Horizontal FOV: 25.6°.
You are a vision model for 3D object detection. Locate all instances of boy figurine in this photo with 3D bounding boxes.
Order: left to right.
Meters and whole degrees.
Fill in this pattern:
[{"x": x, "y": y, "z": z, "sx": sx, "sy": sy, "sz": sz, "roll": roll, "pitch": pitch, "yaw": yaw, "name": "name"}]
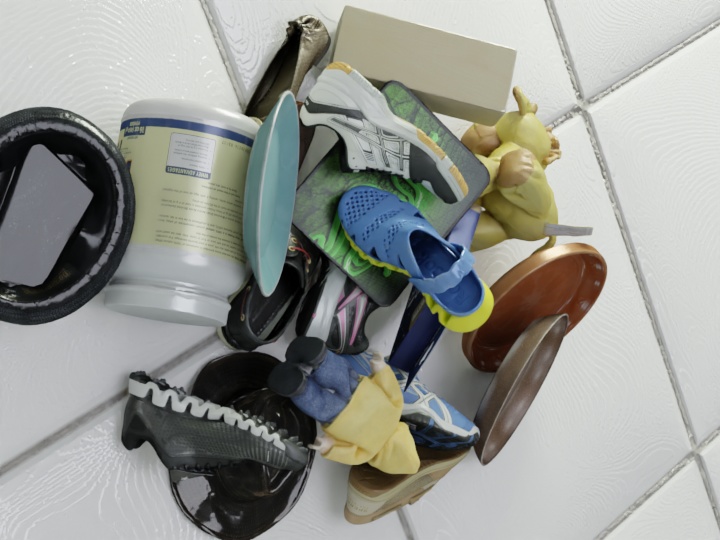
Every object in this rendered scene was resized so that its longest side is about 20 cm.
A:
[{"x": -0.003, "y": 0.145, "z": 1.657, "sx": 0.200, "sy": 0.064, "sz": 0.125, "roll": 41, "pitch": 73, "yaw": -35, "name": "boy figurine"}]

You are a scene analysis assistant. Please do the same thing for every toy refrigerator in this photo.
[{"x": 0.066, "y": -0.224, "z": 1.757, "sx": 0.198, "sy": 0.070, "sz": 0.077, "roll": 13, "pitch": 78, "yaw": -6, "name": "toy refrigerator"}]

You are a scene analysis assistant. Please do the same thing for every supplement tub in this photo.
[{"x": -0.176, "y": -0.055, "z": 1.554, "sx": 0.144, "sy": 0.144, "sz": 0.202, "roll": 14, "pitch": 79, "yaw": -38, "name": "supplement tub"}]

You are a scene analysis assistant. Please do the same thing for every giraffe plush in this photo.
[{"x": 0.172, "y": -0.122, "z": 1.851, "sx": 0.198, "sy": 0.173, "sz": 0.164, "roll": 11, "pitch": 55, "yaw": -13, "name": "giraffe plush"}]

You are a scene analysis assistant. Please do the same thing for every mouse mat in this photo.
[{"x": 0.031, "y": -0.083, "z": 1.700, "sx": 0.161, "sy": 0.008, "sz": 0.200, "roll": 43, "pitch": 76, "yaw": -12, "name": "mouse mat"}]

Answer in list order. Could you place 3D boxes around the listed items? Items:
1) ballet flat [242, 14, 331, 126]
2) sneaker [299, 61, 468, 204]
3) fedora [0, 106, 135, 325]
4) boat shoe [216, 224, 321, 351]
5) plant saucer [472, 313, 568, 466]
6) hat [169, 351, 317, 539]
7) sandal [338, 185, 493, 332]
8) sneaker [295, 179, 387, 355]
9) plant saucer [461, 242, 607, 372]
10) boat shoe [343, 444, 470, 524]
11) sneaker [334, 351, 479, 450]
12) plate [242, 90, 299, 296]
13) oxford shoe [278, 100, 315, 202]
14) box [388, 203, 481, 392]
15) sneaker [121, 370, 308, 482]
[{"x": -0.088, "y": -0.196, "z": 1.680, "sx": 0.201, "sy": 0.067, "sz": 0.046, "roll": -63, "pitch": 142, "yaw": -28, "name": "ballet flat"}, {"x": 0.021, "y": -0.126, "z": 1.667, "sx": 0.200, "sy": 0.076, "sz": 0.088, "roll": 40, "pitch": 89, "yaw": -7, "name": "sneaker"}, {"x": -0.309, "y": -0.051, "z": 1.471, "sx": 0.199, "sy": 0.091, "sz": 0.203, "roll": -1, "pitch": 92, "yaw": -29, "name": "fedora"}, {"x": -0.078, "y": -0.001, "z": 1.689, "sx": 0.074, "sy": 0.063, "sz": 0.202, "roll": 44, "pitch": 61, "yaw": -26, "name": "boat shoe"}, {"x": 0.180, "y": 0.132, "z": 1.842, "sx": 0.201, "sy": 0.032, "sz": 0.201, "roll": -54, "pitch": 164, "yaw": -23, "name": "plant saucer"}, {"x": -0.101, "y": 0.185, "z": 1.649, "sx": 0.199, "sy": 0.080, "sz": 0.203, "roll": 1, "pitch": 88, "yaw": -40, "name": "hat"}, {"x": 0.057, "y": -0.026, "z": 1.628, "sx": 0.080, "sy": 0.199, "sz": 0.087, "roll": -47, "pitch": 159, "yaw": -14, "name": "sandal"}, {"x": 0.000, "y": 0.000, "z": 1.733, "sx": 0.086, "sy": 0.080, "sz": 0.202, "roll": 23, "pitch": 85, "yaw": -16, "name": "sneaker"}, {"x": 0.202, "y": 0.040, "z": 1.863, "sx": 0.199, "sy": 0.201, "sz": 0.032, "roll": -9, "pitch": 51, "yaw": -39, "name": "plant saucer"}, {"x": 0.049, "y": 0.227, "z": 1.789, "sx": 0.199, "sy": 0.071, "sz": 0.065, "roll": -18, "pitch": 135, "yaw": -47, "name": "boat shoe"}, {"x": 0.049, "y": 0.138, "z": 1.755, "sx": 0.199, "sy": 0.076, "sz": 0.078, "roll": 28, "pitch": 61, "yaw": -15, "name": "sneaker"}, {"x": -0.090, "y": -0.076, "z": 1.551, "sx": 0.025, "sy": 0.200, "sz": 0.203, "roll": 7, "pitch": 90, "yaw": 6, "name": "plate"}, {"x": -0.092, "y": -0.098, "z": 1.672, "sx": 0.071, "sy": 0.072, "sz": 0.201, "roll": 43, "pitch": 63, "yaw": -30, "name": "oxford shoe"}, {"x": 0.079, "y": 0.026, "z": 1.738, "sx": 0.032, "sy": 0.122, "sz": 0.201, "roll": 24, "pitch": 44, "yaw": -6, "name": "box"}, {"x": -0.150, "y": 0.174, "z": 1.572, "sx": 0.066, "sy": 0.198, "sz": 0.091, "roll": 34, "pitch": 76, "yaw": -81, "name": "sneaker"}]
